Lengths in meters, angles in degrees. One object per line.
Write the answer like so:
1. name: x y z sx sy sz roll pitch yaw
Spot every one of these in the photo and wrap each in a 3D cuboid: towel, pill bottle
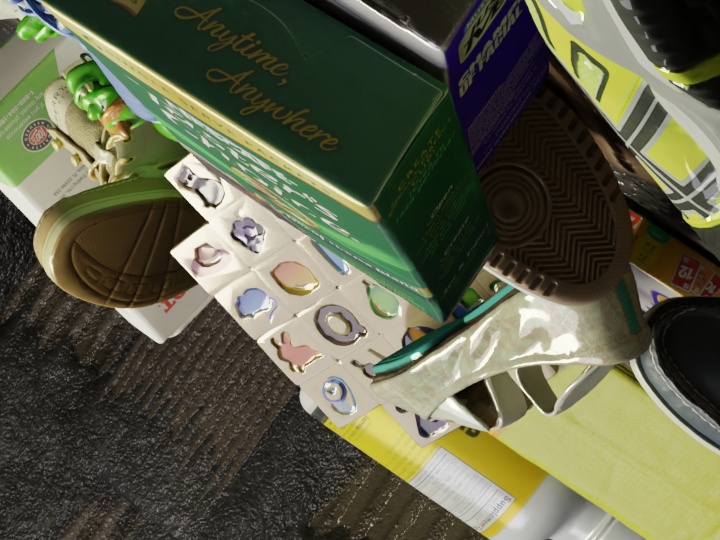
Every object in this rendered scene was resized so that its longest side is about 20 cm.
1. towel: 0.111 0.073 0.903 0.200 0.018 0.086 34 131 -1
2. pill bottle: 0.074 0.083 0.986 0.200 0.112 0.112 34 175 0

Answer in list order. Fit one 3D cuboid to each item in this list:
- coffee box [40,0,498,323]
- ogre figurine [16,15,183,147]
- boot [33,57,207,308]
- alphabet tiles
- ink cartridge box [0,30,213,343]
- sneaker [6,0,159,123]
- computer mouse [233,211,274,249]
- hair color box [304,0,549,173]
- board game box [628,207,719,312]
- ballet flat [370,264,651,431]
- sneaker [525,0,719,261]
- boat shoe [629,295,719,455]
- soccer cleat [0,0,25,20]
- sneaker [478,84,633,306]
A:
1. coffee box: -0.020 -0.045 0.586 0.123 0.044 0.200 33 176 12
2. ogre figurine: -0.115 -0.131 0.878 0.120 0.098 0.200 45 147 21
3. boot: -0.138 -0.057 1.003 0.155 0.073 0.200 40 -148 25
4. alphabet tiles: 0.000 0.000 0.886 0.200 0.006 0.166 47 129 -12
5. ink cartridge box: -0.155 -0.075 1.161 0.200 0.146 0.084 51 167 -31
6. sneaker: -0.107 -0.120 0.690 0.076 0.077 0.200 26 155 23
7. computer mouse: -0.072 -0.086 0.972 0.059 0.034 0.200 53 -171 -51
8. hair color box: 0.003 -0.096 0.571 0.109 0.065 0.200 34 177 9
9. board game box: 0.188 0.034 0.830 0.200 0.030 0.096 37 175 3
10. ballet flat: 0.063 0.044 0.804 0.062 0.067 0.200 62 152 5
11. sneaker: 0.091 -0.051 0.425 0.076 0.075 0.200 40 170 47
12. boat shoe: 0.207 0.069 0.737 0.200 0.075 0.062 33 177 5
13. soccer cleat: -0.179 -0.166 1.024 0.200 0.078 0.069 38 174 -41
14. sneaker: 0.025 -0.058 0.739 0.200 0.070 0.109 41 171 1
